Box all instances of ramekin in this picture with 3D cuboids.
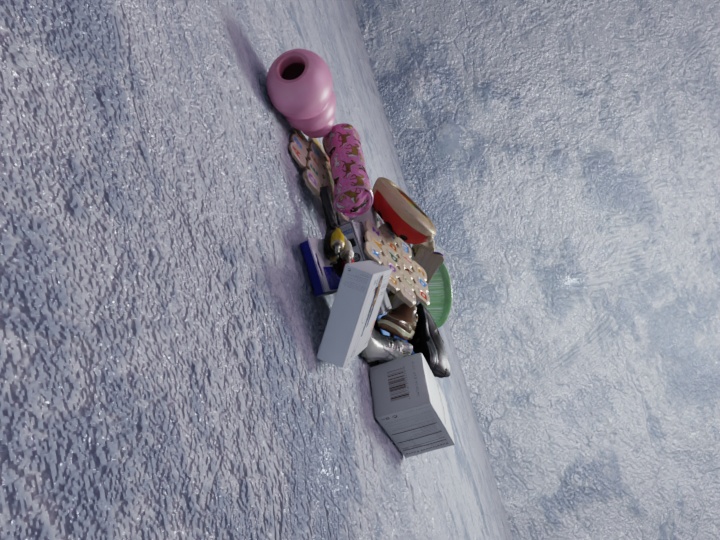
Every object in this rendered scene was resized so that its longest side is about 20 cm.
[{"bbox_3d":[0.163,0.063,1.608,0.199,0.096,0.204,178,-90,-67],"label":"ramekin"}]

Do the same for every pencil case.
[{"bbox_3d":[-0.027,-0.202,1.156,0.087,0.082,0.202,68,8,-52],"label":"pencil case"}]

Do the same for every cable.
[{"bbox_3d":[-0.036,-0.068,1.027,0.098,0.050,0.202,62,16,-44],"label":"cable"}]

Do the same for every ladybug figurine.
[{"bbox_3d":[0.090,-0.126,1.286,0.201,0.072,0.135,51,15,32],"label":"ladybug figurine"}]

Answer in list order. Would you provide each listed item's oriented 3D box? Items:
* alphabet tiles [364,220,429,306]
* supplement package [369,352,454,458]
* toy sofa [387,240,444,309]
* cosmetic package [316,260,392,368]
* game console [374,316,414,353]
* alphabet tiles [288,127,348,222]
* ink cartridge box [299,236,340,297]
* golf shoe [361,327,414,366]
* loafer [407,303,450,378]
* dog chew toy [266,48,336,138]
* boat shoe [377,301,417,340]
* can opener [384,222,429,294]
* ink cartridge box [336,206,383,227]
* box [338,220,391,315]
[{"bbox_3d":[0.076,-0.015,1.227,0.195,0.015,0.201,39,29,-25],"label":"alphabet tiles"},{"bbox_3d":[0.108,0.281,1.185,0.201,0.116,0.118,60,16,-46],"label":"supplement package"},{"bbox_3d":[0.133,0.014,1.482,0.097,0.202,0.083,26,17,-1],"label":"toy sofa"},{"bbox_3d":[-0.005,0.065,0.959,0.200,0.051,0.153,-14,125,-78],"label":"cosmetic package"},{"bbox_3d":[0.100,0.136,1.363,0.201,0.115,0.178,-87,156,-61],"label":"game console"},{"bbox_3d":[-0.078,-0.198,1.170,0.196,0.014,0.201,50,22,-30],"label":"alphabet tiles"},{"bbox_3d":[-0.063,-0.005,1.012,0.200,0.037,0.096,3,69,-80],"label":"ink cartridge box"},{"bbox_3d":[0.055,0.153,1.180,0.200,0.096,0.079,53,24,-53],"label":"golf shoe"},{"bbox_3d":[0.151,0.160,1.291,0.072,0.073,0.202,25,37,-24],"label":"loafer"},{"bbox_3d":[-0.102,-0.325,1.104,0.200,0.123,0.126,59,16,-68],"label":"dog chew toy"},{"bbox_3d":[0.084,0.098,1.207,0.076,0.074,0.202,-66,169,-3],"label":"boat shoe"},{"bbox_3d":[0.107,-0.025,1.374,0.066,0.052,0.203,-19,91,-63],"label":"can opener"},{"bbox_3d":[0.017,-0.072,1.359,0.146,0.083,0.203,-2,76,-78],"label":"ink cartridge box"},{"bbox_3d":[0.000,0.000,1.219,0.117,0.059,0.203,-19,89,-78],"label":"box"}]
